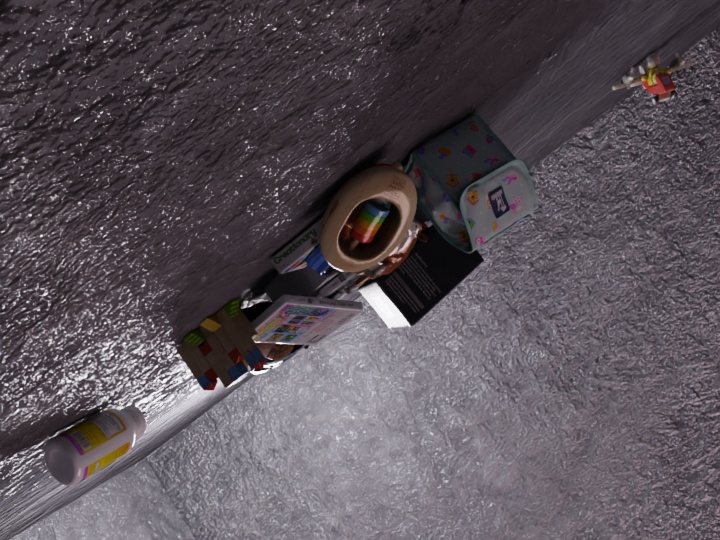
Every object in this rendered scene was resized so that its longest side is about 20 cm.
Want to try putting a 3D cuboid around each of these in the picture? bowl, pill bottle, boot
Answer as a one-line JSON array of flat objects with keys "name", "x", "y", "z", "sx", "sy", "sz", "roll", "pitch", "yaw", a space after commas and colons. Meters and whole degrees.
[{"name": "bowl", "x": -0.006, "y": -0.058, "z": 1.223, "sx": 0.200, "sy": 0.040, "sz": 0.201, "roll": -36, "pitch": 176, "yaw": -3}, {"name": "pill bottle", "x": -0.546, "y": 0.356, "z": 1.438, "sx": 0.104, "sy": 0.105, "sz": 0.200, "roll": -39, "pitch": 173, "yaw": 32}, {"name": "boot", "x": -0.165, "y": 0.103, "z": 1.450, "sx": 0.198, "sy": 0.079, "sz": 0.138, "roll": -6, "pitch": 180, "yaw": 18}, {"name": "boot", "x": -0.236, "y": 0.155, "z": 1.546, "sx": 0.199, "sy": 0.106, "sz": 0.076, "roll": 4, "pitch": 99, "yaw": -52}]

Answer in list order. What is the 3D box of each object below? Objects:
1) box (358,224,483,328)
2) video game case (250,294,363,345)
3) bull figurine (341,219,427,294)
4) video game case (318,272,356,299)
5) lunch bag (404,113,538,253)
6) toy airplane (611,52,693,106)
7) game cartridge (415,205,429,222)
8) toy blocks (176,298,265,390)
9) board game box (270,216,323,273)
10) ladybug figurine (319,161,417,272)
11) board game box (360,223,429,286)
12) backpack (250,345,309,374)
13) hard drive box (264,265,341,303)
[{"name": "box", "x": 0.117, "y": 0.009, "z": 1.398, "sx": 0.200, "sy": 0.118, "sz": 0.197, "roll": -41, "pitch": -177, "yaw": -12}, {"name": "video game case", "x": -0.121, "y": 0.103, "z": 1.386, "sx": 0.180, "sy": 0.024, "sz": 0.200, "roll": 7, "pitch": 151, "yaw": -34}, {"name": "bull figurine", "x": 0.036, "y": -0.026, "z": 1.222, "sx": 0.121, "sy": 0.065, "sz": 0.200, "roll": -33, "pitch": 174, "yaw": -28}, {"name": "video game case", "x": 0.000, "y": 0.000, "z": 1.426, "sx": 0.181, "sy": 0.023, "sz": 0.200, "roll": -38, "pitch": 175, "yaw": 1}, {"name": "lunch bag", "x": 0.193, "y": -0.145, "z": 1.194, "sx": 0.169, "sy": 0.201, "sz": 0.122, "roll": -32, "pitch": 165, "yaw": -23}, {"name": "toy airplane", "x": 0.939, "y": -0.630, "z": 2.210, "sx": 0.198, "sy": 0.142, "sz": 0.200, "roll": 14, "pitch": -135, "yaw": 44}, {"name": "game cartridge", "x": 0.136, "y": -0.133, "z": 1.442, "sx": 0.199, "sy": 0.042, "sz": 0.133, "roll": -4, "pitch": -157, "yaw": 44}, {"name": "toy blocks", "x": -0.268, "y": 0.165, "z": 1.357, "sx": 0.199, "sy": 0.137, "sz": 0.100, "roll": -38, "pitch": 174, "yaw": 24}, {"name": "board game box", "x": -0.056, "y": -0.069, "z": 1.211, "sx": 0.199, "sy": 0.035, "sz": 0.126, "roll": -37, "pitch": 175, "yaw": 13}, {"name": "ladybug figurine", "x": 0.010, "y": -0.088, "z": 1.063, "sx": 0.201, "sy": 0.135, "sz": 0.072, "roll": -54, "pitch": -149, "yaw": 28}, {"name": "board game box", "x": 0.064, "y": -0.054, "z": 1.584, "sx": 0.199, "sy": 0.040, "sz": 0.153, "roll": -36, "pitch": -142, "yaw": 3}, {"name": "backpack", "x": -0.206, "y": 0.159, "z": 1.704, "sx": 0.199, "sy": 0.135, "sz": 0.183, "roll": -33, "pitch": 174, "yaw": -32}, {"name": "hard drive box", "x": -0.079, "y": -0.002, "z": 1.424, "sx": 0.156, "sy": 0.077, "sz": 0.199, "roll": -41, "pitch": 173, "yaw": 36}]
